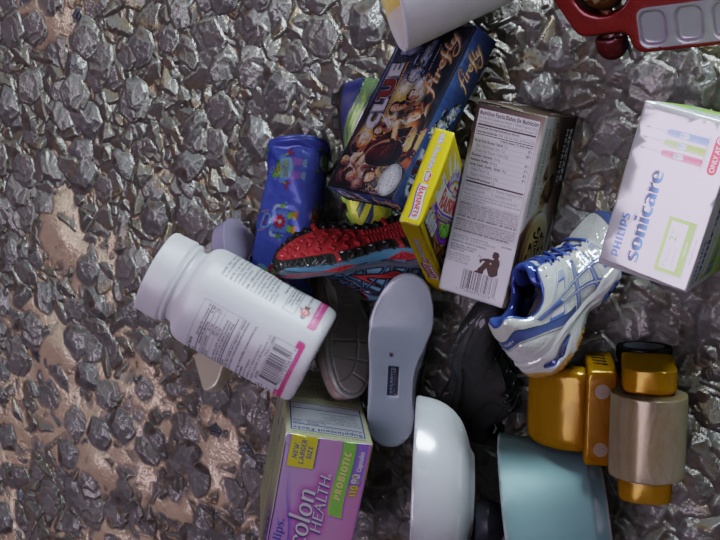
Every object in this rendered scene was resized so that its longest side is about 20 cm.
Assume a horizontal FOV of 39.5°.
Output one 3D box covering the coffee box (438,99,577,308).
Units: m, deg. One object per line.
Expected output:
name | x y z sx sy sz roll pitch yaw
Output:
coffee box | 0.157 -0.073 1.059 0.079 0.113 0.201 17 104 25

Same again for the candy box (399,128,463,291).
candy box | 0.083 -0.057 1.042 0.026 0.200 0.103 15 75 17

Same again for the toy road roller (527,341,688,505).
toy road roller | 0.238 0.142 0.992 0.145 0.200 0.124 1 96 10

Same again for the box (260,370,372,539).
box | -0.057 0.233 1.171 0.096 0.200 0.177 9 104 -7

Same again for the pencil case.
pencil case | -0.087 -0.062 1.197 0.086 0.078 0.201 3 80 23

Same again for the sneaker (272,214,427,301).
sneaker | 0.000 0.000 1.133 0.079 0.199 0.096 -115 22 -55

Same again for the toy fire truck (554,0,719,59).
toy fire truck | 0.272 -0.291 0.974 0.199 0.112 0.169 -1 115 32

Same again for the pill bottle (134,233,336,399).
pill bottle | -0.137 0.047 1.099 0.199 0.113 0.114 29 112 1

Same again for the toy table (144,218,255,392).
toy table | -0.168 0.046 1.242 0.117 0.184 0.201 -31 51 17

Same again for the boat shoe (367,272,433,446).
boat shoe | 0.043 0.094 1.155 0.070 0.091 0.202 9 102 4

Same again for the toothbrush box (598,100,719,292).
toothbrush box | 0.303 -0.073 0.922 0.086 0.200 0.146 21 106 27

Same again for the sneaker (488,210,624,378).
sneaker | 0.201 0.006 1.006 0.088 0.201 0.075 42 154 -22

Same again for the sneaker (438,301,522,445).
sneaker | 0.140 0.114 1.108 0.090 0.076 0.201 21 133 16

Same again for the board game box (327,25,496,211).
board game box | 0.052 -0.165 1.077 0.135 0.035 0.201 16 79 57

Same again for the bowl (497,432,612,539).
bowl | 0.207 0.266 1.047 0.104 0.201 0.202 -6 94 11

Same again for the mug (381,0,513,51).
mug | 0.090 -0.335 1.026 0.152 0.149 0.188 -17 77 -1

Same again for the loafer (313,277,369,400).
loafer | -0.031 0.063 1.200 0.063 0.072 0.201 -31 55 45

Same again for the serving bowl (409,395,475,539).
serving bowl | 0.086 0.235 1.060 0.065 0.200 0.201 2 99 3

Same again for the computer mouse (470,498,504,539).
computer mouse | 0.136 0.287 1.096 0.034 0.200 0.059 2 70 3

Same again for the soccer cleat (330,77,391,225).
soccer cleat | 0.018 -0.124 1.166 0.083 0.065 0.201 -6 95 22
